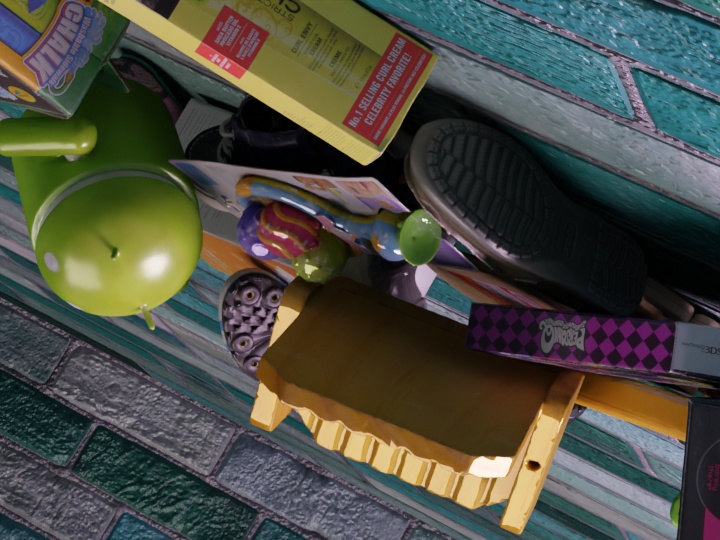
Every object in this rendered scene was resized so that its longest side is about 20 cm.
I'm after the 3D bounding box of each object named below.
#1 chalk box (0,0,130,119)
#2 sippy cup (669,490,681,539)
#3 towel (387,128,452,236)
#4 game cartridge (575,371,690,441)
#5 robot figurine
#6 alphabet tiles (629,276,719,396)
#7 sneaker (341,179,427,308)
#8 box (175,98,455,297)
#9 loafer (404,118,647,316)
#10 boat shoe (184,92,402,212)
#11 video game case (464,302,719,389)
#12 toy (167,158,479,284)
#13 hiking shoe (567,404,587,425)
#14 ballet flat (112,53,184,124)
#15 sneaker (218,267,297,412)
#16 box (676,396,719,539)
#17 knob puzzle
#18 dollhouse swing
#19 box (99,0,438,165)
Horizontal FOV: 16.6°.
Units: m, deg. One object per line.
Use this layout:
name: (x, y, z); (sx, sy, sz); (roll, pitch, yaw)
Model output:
chalk box: (-0.224, -0.184, 1.587); (0.125, 0.124, 0.200); (17, 164, 49)
sippy cup: (0.306, 0.196, 1.887); (0.140, 0.130, 0.178); (29, 170, 11)
towel: (0.038, -0.068, 1.681); (0.200, 0.023, 0.144); (32, 169, -11)
game cartridge: (0.201, 0.096, 1.740); (0.200, 0.032, 0.176); (15, 178, 38)
robot figurine: (-0.172, -0.052, 1.674); (0.175, 0.116, 0.200); (62, -174, -46)
alphabet tiles: (0.207, 0.041, 1.745); (0.196, 0.015, 0.200); (34, 169, -5)
sneaker: (0.000, 0.000, 1.717); (0.087, 0.074, 0.200); (43, 138, 32)
box: (-0.051, -0.038, 1.862); (0.200, 0.098, 0.124); (22, 168, 38)
loafer: (0.094, -0.025, 1.549); (0.200, 0.075, 0.070); (36, 151, -31)
boat shoe: (-0.067, -0.089, 1.645); (0.200, 0.075, 0.093); (6, 149, 45)
video game case: (0.196, 0.052, 1.547); (0.181, 0.036, 0.200); (10, 177, -34)
toy: (-0.032, -0.023, 1.585); (0.200, 0.047, 0.115); (4, 153, 46)
hiking shoe: (0.072, 0.090, 1.854); (0.200, 0.074, 0.087); (12, 138, -23)
ballet flat: (-0.149, -0.095, 1.940); (0.069, 0.071, 0.200); (22, 167, 37)
sneaker: (-0.059, 0.053, 1.875); (0.072, 0.072, 0.200); (55, -178, 39)
box: (0.255, 0.140, 1.501); (0.106, 0.122, 0.200); (4, 177, 14)
knob puzzle: (0.127, 0.020, 1.747); (0.220, 0.030, 0.220); (28, 175, 3)
dollhouse swing: (0.019, 0.114, 1.608); (0.200, 0.176, 0.182); (22, 128, 7)
box: (-0.059, -0.145, 1.440); (0.200, 0.075, 0.050); (33, 169, -7)
